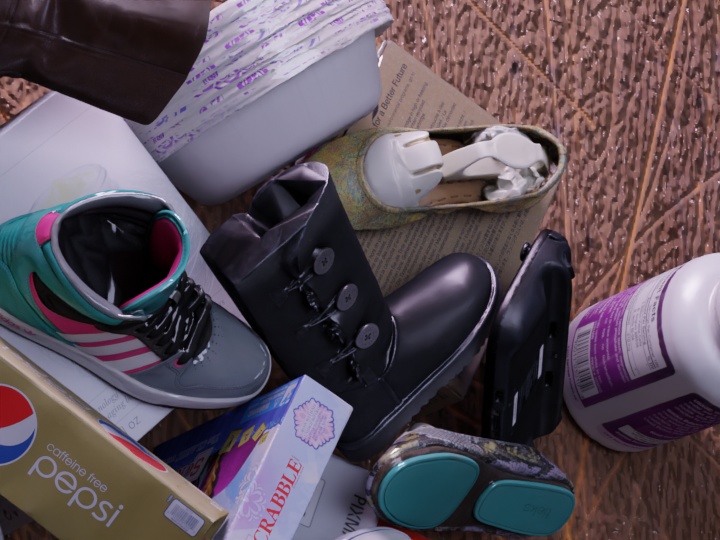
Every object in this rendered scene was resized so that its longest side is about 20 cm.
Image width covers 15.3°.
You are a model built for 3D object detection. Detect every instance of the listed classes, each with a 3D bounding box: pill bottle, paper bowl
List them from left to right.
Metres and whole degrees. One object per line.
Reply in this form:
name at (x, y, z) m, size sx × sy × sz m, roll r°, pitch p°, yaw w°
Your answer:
paper bowl at (-0.067, -0.116, 1.721) m, size 0.200 × 0.200 × 0.105 m, roll -32°, pitch 92°, yaw -35°
pill bottle at (0.233, 0.052, 1.856) m, size 0.112 × 0.200 × 0.113 m, roll 10°, pitch 70°, yaw -29°

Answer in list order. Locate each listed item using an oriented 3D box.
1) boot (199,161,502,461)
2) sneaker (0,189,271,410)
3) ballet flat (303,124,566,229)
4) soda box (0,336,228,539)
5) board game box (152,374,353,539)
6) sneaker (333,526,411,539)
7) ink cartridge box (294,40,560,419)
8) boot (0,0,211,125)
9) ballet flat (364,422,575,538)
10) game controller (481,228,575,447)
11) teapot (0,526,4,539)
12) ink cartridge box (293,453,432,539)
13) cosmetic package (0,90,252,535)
boot at (0.000, 0.001, 1.670) m, size 0.165 × 0.065 × 0.200 m, roll -53°, pitch 135°, yaw -21°
sneaker at (-0.117, 0.014, 1.549) m, size 0.199 × 0.121 × 0.084 m, roll 23°, pitch 64°, yaw -25°
ballet flat at (0.052, -0.068, 1.773) m, size 0.199 × 0.071 × 0.071 m, roll -4°, pitch 77°, yaw -32°
soda box at (-0.173, 0.102, 1.502) m, size 0.200 × 0.068 × 0.064 m, roll 38°, pitch 91°, yaw 4°
board game box at (-0.105, 0.175, 1.607) m, size 0.041 × 0.200 × 0.200 m, roll 35°, pitch 59°, yaw -17°
sneaker at (0.003, 0.200, 1.588) m, size 0.200 × 0.071 × 0.073 m, roll -33°, pitch 106°, yaw -63°
ink cartridge box at (0.027, -0.027, 1.829) m, size 0.165 × 0.075 × 0.200 m, roll 35°, pitch 61°, yaw -16°
boot at (-0.195, -0.106, 1.568) m, size 0.199 × 0.187 × 0.064 m, roll 11°, pitch 29°, yaw -35°
ballet flat at (0.057, 0.132, 1.726) m, size 0.200 × 0.072 × 0.072 m, roll 16°, pitch 65°, yaw -48°
game controller at (0.108, 0.064, 1.793) m, size 0.042 × 0.200 × 0.104 m, roll 27°, pitch 56°, yaw 21°
teapot at (-0.278, 0.168, 1.536) m, size 0.146 × 0.197 × 0.201 m, roll 4°, pitch 95°, yaw -68°
ink cartridge box at (-0.015, 0.213, 1.668) m, size 0.173 × 0.044 × 0.200 m, roll 25°, pitch 48°, yaw -5°
cosmetic package at (-0.199, 0.021, 1.645) m, size 0.200 × 0.123 × 0.199 m, roll 52°, pitch 56°, yaw -6°
